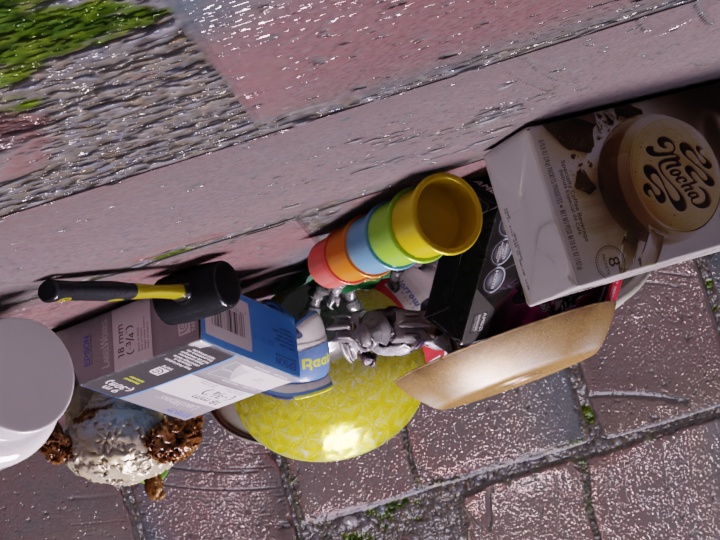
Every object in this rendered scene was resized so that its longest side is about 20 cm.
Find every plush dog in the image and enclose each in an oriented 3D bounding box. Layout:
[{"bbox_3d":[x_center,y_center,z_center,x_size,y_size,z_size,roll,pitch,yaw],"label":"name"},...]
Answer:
[{"bbox_3d":[-0.228,0.158,1.556,0.198,0.162,0.172,-6,-176,6],"label":"plush dog"}]

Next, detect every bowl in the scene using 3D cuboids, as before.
[{"bbox_3d":[-0.036,0.075,1.585,0.198,0.201,0.108,-16,140,-7],"label":"bowl"}]

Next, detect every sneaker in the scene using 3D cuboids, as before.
[{"bbox_3d":[-0.111,0.060,1.510,0.198,0.083,0.074,11,-160,26],"label":"sneaker"}]

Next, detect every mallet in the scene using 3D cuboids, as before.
[{"bbox_3d":[-0.173,0.018,1.194,0.065,0.042,0.199,-18,170,35],"label":"mallet"}]

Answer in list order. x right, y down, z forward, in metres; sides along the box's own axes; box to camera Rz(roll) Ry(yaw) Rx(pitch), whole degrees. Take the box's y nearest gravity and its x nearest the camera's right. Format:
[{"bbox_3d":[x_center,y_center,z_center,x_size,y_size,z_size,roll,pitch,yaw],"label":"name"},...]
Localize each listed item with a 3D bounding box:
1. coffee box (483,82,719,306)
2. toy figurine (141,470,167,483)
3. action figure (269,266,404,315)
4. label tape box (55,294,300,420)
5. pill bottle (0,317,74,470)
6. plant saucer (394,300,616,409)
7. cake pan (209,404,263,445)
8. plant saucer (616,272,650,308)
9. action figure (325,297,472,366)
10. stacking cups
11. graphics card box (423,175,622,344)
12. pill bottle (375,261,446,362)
[{"bbox_3d":[0.201,-0.058,1.134,0.198,0.114,0.080,-15,175,-23],"label":"coffee box"},{"bbox_3d":[-0.172,0.111,1.735,0.183,0.151,0.200,-28,-166,15],"label":"toy figurine"},{"bbox_3d":[0.000,0.000,1.443,0.117,0.055,0.200,-12,169,-19],"label":"action figure"},{"bbox_3d":[-0.173,0.080,1.416,0.199,0.064,0.144,-21,153,28],"label":"label tape box"},{"bbox_3d":[-0.288,0.096,1.193,0.110,0.112,0.199,-13,172,-37],"label":"pill bottle"},{"bbox_3d":[0.127,0.077,1.361,0.198,0.036,0.200,-19,171,-3],"label":"plant saucer"},{"bbox_3d":[-0.078,0.114,1.819,0.198,0.037,0.201,-5,-141,4],"label":"cake pan"},{"bbox_3d":[0.177,0.010,1.523,0.198,0.051,0.201,-10,-149,6],"label":"plant saucer"},{"bbox_3d":[0.053,0.062,1.496,0.129,0.070,0.199,11,-174,34],"label":"action figure"},{"bbox_3d":[0.020,-0.026,1.238,0.060,0.061,0.200,-14,178,-27],"label":"stacking cups"},{"bbox_3d":[0.147,-0.021,1.312,0.199,0.126,0.051,-10,-145,-41],"label":"graphics card box"},{"bbox_3d":[0.028,0.065,1.730,0.199,0.113,0.112,-31,179,-18],"label":"pill bottle"}]
